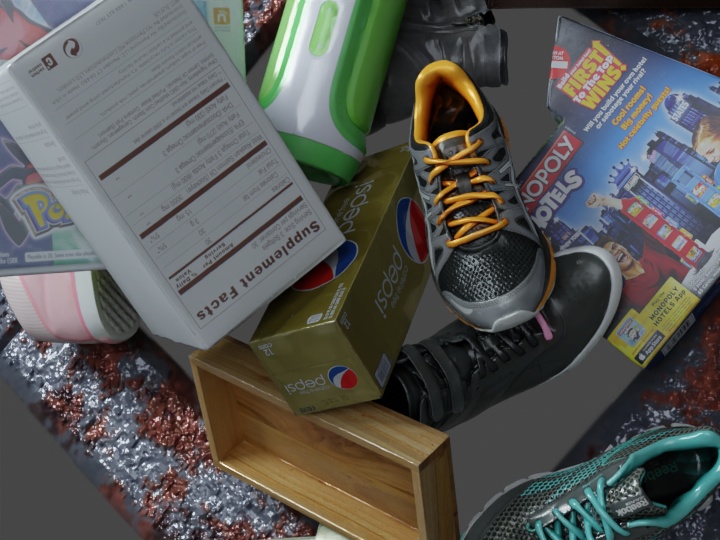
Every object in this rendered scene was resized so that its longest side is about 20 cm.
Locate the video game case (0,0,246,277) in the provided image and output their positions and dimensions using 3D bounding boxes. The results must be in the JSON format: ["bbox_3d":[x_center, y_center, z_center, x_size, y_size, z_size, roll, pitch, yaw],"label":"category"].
[{"bbox_3d":[-0.168,-0.092,0.880,0.198,0.023,0.184,-4,94,-24],"label":"video game case"}]

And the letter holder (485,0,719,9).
[{"bbox_3d":[0.184,-0.245,0.884,0.198,0.142,0.102,0,80,3],"label":"letter holder"}]

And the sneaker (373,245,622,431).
[{"bbox_3d":[0.077,0.055,0.861,0.200,0.099,0.071,-38,76,28],"label":"sneaker"}]

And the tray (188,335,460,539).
[{"bbox_3d":[-0.025,0.119,0.881,0.199,0.099,0.037,20,42,36],"label":"tray"}]

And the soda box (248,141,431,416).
[{"bbox_3d":[0.000,0.000,0.879,0.067,0.064,0.201,-15,30,30],"label":"soda box"}]

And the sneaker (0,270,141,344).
[{"bbox_3d":[-0.225,-0.041,0.994,0.104,0.075,0.202,-9,85,32],"label":"sneaker"}]

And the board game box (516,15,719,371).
[{"bbox_3d":[0.182,-0.069,0.911,0.200,0.062,0.200,41,93,22],"label":"board game box"}]

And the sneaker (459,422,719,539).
[{"bbox_3d":[0.148,0.146,0.831,0.199,0.091,0.078,-28,79,-13],"label":"sneaker"}]

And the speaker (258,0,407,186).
[{"bbox_3d":[-0.015,-0.164,0.911,0.088,0.088,0.202,14,85,18],"label":"speaker"}]

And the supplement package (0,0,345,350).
[{"bbox_3d":[-0.123,-0.067,0.826,0.117,0.117,0.201,-39,107,-19],"label":"supplement package"}]

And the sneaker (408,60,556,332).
[{"bbox_3d":[0.067,-0.049,0.851,0.078,0.077,0.201,-21,51,9],"label":"sneaker"}]

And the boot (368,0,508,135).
[{"bbox_3d":[0.028,-0.206,0.990,0.131,0.070,0.202,-22,81,4],"label":"boot"}]

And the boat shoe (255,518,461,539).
[{"bbox_3d":[-0.015,0.198,0.903,0.198,0.072,0.063,-13,80,15],"label":"boat shoe"}]
